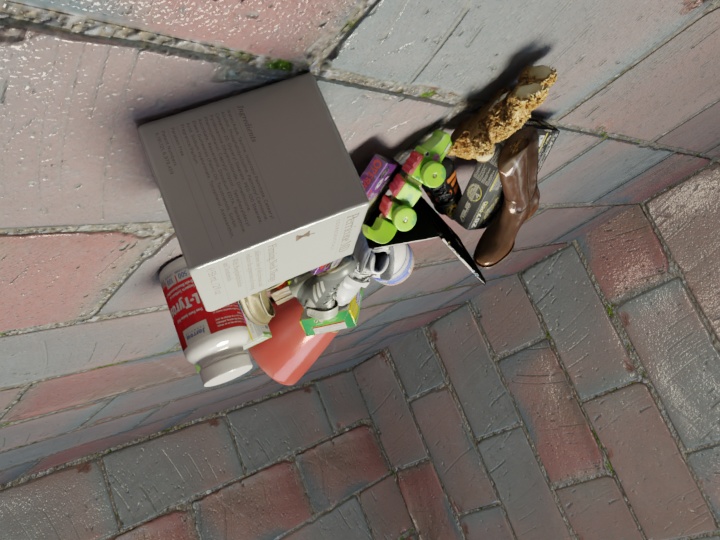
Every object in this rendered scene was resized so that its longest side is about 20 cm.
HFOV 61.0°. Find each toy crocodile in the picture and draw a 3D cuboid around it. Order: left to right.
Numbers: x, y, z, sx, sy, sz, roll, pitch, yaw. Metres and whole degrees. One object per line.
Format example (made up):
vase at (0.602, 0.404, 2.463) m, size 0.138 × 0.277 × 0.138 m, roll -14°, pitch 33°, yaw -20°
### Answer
toy crocodile at (0.073, -0.129, 0.949) m, size 0.061 × 0.068 × 0.202 m, roll 26°, pitch 104°, yaw -28°

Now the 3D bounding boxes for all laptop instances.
laptop at (0.102, -0.049, 1.065) m, size 0.103 × 0.200 × 0.178 m, roll -40°, pitch -152°, yaw 14°

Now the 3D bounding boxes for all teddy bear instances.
teddy bear at (0.212, -0.222, 0.903) m, size 0.200 × 0.066 × 0.146 m, roll -43°, pitch -164°, yaw 35°

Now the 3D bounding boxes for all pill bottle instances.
pill bottle at (-0.251, 0.081, 1.011) m, size 0.110 × 0.204 × 0.112 m, roll -22°, pitch 167°, yaw -6°
pill bottle at (0.048, -0.036, 1.293) m, size 0.110 × 0.114 × 0.200 m, roll -26°, pitch 166°, yaw 9°

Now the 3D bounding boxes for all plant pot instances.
plant pot at (-0.157, 0.144, 1.485) m, size 0.176 × 0.202 × 0.200 m, roll -38°, pitch 163°, yaw 15°

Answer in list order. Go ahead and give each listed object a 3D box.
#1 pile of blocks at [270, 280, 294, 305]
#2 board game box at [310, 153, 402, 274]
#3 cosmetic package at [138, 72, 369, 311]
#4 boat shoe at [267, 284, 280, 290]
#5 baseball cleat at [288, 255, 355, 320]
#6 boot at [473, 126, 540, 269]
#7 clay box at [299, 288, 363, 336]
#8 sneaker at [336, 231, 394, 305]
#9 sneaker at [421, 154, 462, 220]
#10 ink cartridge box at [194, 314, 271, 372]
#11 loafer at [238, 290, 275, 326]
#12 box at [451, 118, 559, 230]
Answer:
pile of blocks at (-0.108, 0.014, 1.257) m, size 0.196 × 0.083 × 0.063 m, roll -6°, pitch 138°, yaw 24°
board game box at (-0.009, -0.087, 0.953) m, size 0.202 × 0.032 × 0.120 m, roll -55°, pitch 167°, yaw 15°
cosmetic package at (-0.118, -0.083, 0.693) m, size 0.196 × 0.169 × 0.168 m, roll -22°, pitch 167°, yaw -14°
boat shoe at (-0.191, 0.005, 1.106) m, size 0.068 × 0.076 × 0.199 m, roll -4°, pitch 151°, yaw -49°
baseball cleat at (-0.055, 0.031, 1.121) m, size 0.069 × 0.108 × 0.199 m, roll -39°, pitch -168°, yaw -33°
boot at (0.243, -0.120, 1.029) m, size 0.188 × 0.064 × 0.201 m, roll -53°, pitch 152°, yaw -15°
clay box at (-0.053, 0.048, 1.295) m, size 0.112 × 0.048 × 0.202 m, roll -13°, pitch -149°, yaw 18°
sneaker at (0.000, 0.000, 1.132) m, size 0.074 × 0.116 × 0.203 m, roll 14°, pitch 117°, yaw -25°
sneaker at (0.152, -0.145, 1.100) m, size 0.069 × 0.092 × 0.200 m, roll -26°, pitch 167°, yaw 13°
ink cartridge box at (-0.305, 0.137, 1.349) m, size 0.197 × 0.106 × 0.059 m, roll -26°, pitch 167°, yaw 8°
loafer at (-0.181, 0.017, 1.023) m, size 0.066 × 0.077 × 0.202 m, roll -23°, pitch 138°, yaw 0°
box at (0.264, -0.172, 1.104) m, size 0.159 × 0.049 × 0.203 m, roll -13°, pitch 134°, yaw -47°
